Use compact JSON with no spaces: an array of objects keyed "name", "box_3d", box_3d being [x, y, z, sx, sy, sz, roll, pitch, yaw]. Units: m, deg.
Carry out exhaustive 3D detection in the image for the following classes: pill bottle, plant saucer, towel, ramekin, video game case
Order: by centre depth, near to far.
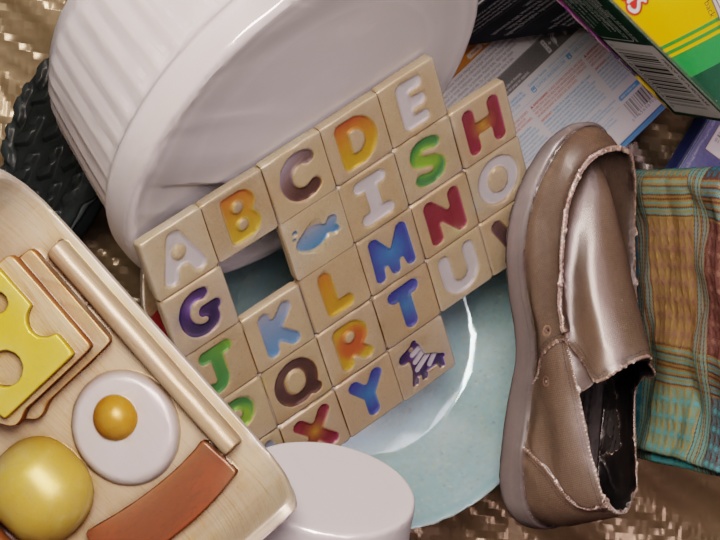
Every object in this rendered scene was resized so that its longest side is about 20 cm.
[{"name":"ramekin","box_3d":[-0.051,-0.098,1.082,0.202,0.203,0.094,-35,66,-20]},{"name":"pill bottle","box_3d":[-0.032,0.186,1.119,0.111,0.111,0.201,2,117,-18]},{"name":"towel","box_3d":[0.147,0.023,1.176,0.022,0.200,0.148,-3,91,-12]},{"name":"plant saucer","box_3d":[0.001,0.030,1.188,0.200,0.039,0.202,3,82,-18]},{"name":"video game case","box_3d":[0.072,-0.136,1.299,0.143,0.018,0.200,-43,96,-19]}]

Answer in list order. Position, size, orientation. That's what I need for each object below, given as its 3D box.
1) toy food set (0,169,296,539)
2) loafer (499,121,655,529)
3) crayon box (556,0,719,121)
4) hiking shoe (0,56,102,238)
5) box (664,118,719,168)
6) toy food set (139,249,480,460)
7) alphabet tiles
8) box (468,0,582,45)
[{"name":"toy food set","box_3d":[-0.144,0.075,1.041,0.143,0.060,0.200,-42,87,7]},{"name":"loafer","box_3d":[0.116,0.029,1.157,0.073,0.071,0.201,-7,102,-48]},{"name":"crayon box","box_3d":[0.149,-0.201,1.143,0.200,0.058,0.173,40,79,-27]},{"name":"hiking shoe","box_3d":[-0.110,-0.097,1.202,0.087,0.074,0.201,22,93,-52]},{"name":"box","box_3d":[0.221,-0.028,1.323,0.121,0.032,0.200,36,73,-10]},{"name":"toy food set","box_3d":[-0.020,0.013,1.229,0.197,0.049,0.201,-1,83,-18]},{"name":"alphabet tiles","box_3d":[0.000,0.000,1.115,0.200,0.008,0.168,-34,130,-20]},{"name":"box","box_3d":[0.106,-0.235,1.253,0.196,0.124,0.201,-11,81,-29]}]
